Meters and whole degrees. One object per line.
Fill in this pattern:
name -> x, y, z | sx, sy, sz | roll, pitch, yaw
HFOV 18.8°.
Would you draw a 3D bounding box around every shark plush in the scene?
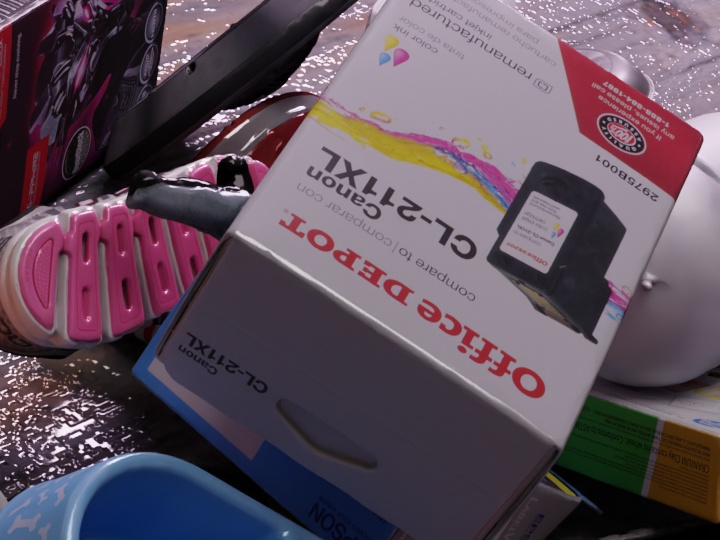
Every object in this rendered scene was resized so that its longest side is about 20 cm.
shark plush -> 0.000, 0.000, 0.906 | 0.200, 0.091, 0.084 | 37, 32, -31

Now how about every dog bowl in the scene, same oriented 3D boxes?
dog bowl -> -0.045, 0.139, 0.802 | 0.200, 0.050, 0.112 | 32, 43, -20

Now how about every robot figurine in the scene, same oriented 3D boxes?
robot figurine -> 0.155, -0.011, 1.034 | 0.200, 0.169, 0.113 | -20, 88, -51

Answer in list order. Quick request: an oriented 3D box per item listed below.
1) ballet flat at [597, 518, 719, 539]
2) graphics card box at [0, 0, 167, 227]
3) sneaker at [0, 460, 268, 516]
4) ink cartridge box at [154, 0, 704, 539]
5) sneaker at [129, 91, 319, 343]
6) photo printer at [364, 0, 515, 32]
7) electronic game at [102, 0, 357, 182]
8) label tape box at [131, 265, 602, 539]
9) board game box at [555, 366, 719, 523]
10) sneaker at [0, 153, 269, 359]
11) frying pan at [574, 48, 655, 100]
ballet flat -> 0.121, 0.134, 0.959 | 0.199, 0.057, 0.066 | -11, 44, -39
graphics card box -> -0.163, -0.103, 1.107 | 0.051, 0.126, 0.200 | 19, 30, 14
sneaker -> -0.105, 0.129, 0.851 | 0.200, 0.074, 0.089 | -6, 63, -47
ink cartridge box -> 0.033, -0.010, 0.849 | 0.145, 0.083, 0.200 | 33, 45, -2
sneaker -> -0.046, -0.008, 1.091 | 0.115, 0.078, 0.200 | 38, 48, 14
photo printer -> 0.037, -0.072, 1.107 | 0.069, 0.167, 0.200 | 7, 17, 5
electronic game -> -0.053, -0.112, 1.131 | 0.042, 0.200, 0.200 | 51, 33, -8
label tape box -> 0.009, 0.078, 0.962 | 0.143, 0.066, 0.200 | 37, 3, 27
board game box -> 0.190, 0.067, 1.056 | 0.199, 0.041, 0.153 | -8, 15, -35
sneaker -> -0.105, -0.005, 0.961 | 0.087, 0.074, 0.200 | -8, 6, 37
frying pan -> 0.100, -0.109, 1.258 | 0.115, 0.031, 0.190 | -21, 27, -5
